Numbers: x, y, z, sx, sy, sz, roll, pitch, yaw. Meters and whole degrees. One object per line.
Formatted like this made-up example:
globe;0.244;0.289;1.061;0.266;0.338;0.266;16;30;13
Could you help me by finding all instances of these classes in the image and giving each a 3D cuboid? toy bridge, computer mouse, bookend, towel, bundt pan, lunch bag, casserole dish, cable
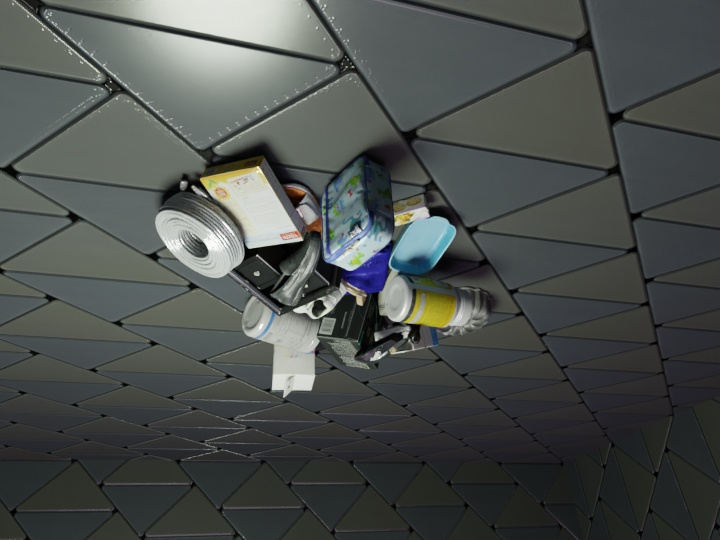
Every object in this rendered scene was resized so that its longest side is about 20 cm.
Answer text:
toy bridge;-0.077;0.037;1.332;0.199;0.027;0.067;15;143;16
computer mouse;0.074;0.198;1.298;0.199;0.046;0.140;-30;-175;9
bookend;-0.179;-0.010;1.222;0.199;0.092;0.199;-24;129;29
towel;0.000;0.000;1.332;0.147;0.050;0.200;0;147;-4
bundt pan;0.293;0.131;1.538;0.200;0.076;0.202;-2;146;-1
lunch bag;-0.012;-0.111;1.024;0.082;0.201;0.161;22;140;-33
casserole dish;0.143;-0.065;1.236;0.120;0.039;0.200;10;135;-20
cable;-0.341;-0.072;1.104;0.200;0.069;0.200;42;141;-11

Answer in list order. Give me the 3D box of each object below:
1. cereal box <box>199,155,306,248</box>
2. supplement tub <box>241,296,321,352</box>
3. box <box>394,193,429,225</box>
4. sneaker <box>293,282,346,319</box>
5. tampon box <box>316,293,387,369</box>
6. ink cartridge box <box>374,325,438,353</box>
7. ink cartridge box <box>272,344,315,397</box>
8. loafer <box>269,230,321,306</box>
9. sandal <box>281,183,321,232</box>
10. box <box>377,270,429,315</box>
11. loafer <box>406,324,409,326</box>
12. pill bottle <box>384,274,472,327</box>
cereal box;-0.215;-0.133;1.062;0.143;0.040;0.200;-6;137;22
supplement tub;-0.218;0.146;1.458;0.199;0.133;0.132;25;137;-37
box;0.055;-0.120;1.164;0.199;0.042;0.039;-14;145;16
sneaker;-0.126;0.078;1.305;0.199;0.100;0.075;-22;119;45
tampon box;-0.017;0.170;1.474;0.125;0.151;0.200;4;150;22
ink cartridge box;0.120;0.192;1.440;0.115;0.067;0.200;-15;169;32
ink cartridge box;-0.205;0.276;1.592;0.124;0.201;0.129;3;147;-9
loafer;-0.141;-0.005;1.130;0.070;0.068;0.201;18;124;-18
sandal;-0.118;-0.114;1.137;0.079;0.060;0.207;-19;144;21
box;0.113;0.047;1.396;0.082;0.069;0.200;4;145;-14
loafer;0.164;0.118;1.513;0.071;0.063;0.200;-2;147;-4
pill bottle;0.171;0.080;1.289;0.199;0.115;0.114;10;145;-24
